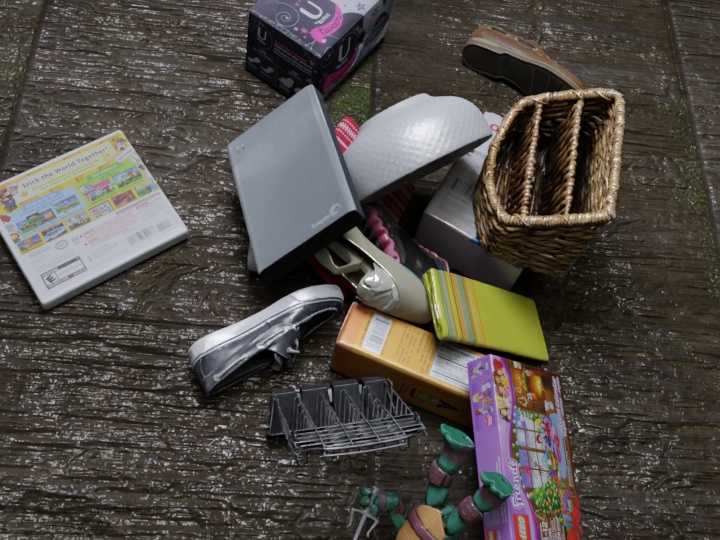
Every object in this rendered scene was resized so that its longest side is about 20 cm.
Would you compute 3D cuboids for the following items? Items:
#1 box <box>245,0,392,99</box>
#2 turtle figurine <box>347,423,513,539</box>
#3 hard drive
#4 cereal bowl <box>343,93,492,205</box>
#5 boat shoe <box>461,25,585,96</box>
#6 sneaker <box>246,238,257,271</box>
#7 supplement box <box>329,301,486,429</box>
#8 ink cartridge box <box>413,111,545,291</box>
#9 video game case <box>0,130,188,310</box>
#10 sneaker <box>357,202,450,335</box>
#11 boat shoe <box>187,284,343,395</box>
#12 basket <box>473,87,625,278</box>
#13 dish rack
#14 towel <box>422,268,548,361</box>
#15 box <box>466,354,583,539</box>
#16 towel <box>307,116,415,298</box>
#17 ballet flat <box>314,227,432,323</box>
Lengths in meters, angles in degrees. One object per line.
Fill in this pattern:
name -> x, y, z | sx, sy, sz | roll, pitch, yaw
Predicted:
box -> -0.055, -0.352, 1.283 | 0.131, 0.115, 0.201 | 33, 60, 11
turtle figurine -> 0.064, 0.269, 0.923 | 0.149, 0.100, 0.202 | 39, 102, 16
hard drive -> -0.080, -0.104, 1.053 | 0.138, 0.033, 0.203 | -32, 54, 18
cereal bowl -> 0.055, -0.154, 1.082 | 0.198, 0.200, 0.085 | -28, 91, -23
boat shoe -> 0.252, -0.312, 1.338 | 0.198, 0.072, 0.068 | 30, 60, 8
sneaker -> -0.081, -0.078, 1.140 | 0.083, 0.073, 0.203 | 19, 57, 5
supplement box -> 0.066, 0.113, 1.058 | 0.197, 0.067, 0.070 | 24, 55, 4
ink cartridge box -> 0.179, -0.091, 1.187 | 0.143, 0.085, 0.201 | 30, 60, 7
video game case -> -0.345, -0.069, 1.120 | 0.198, 0.023, 0.183 | -29, 69, -23
sneaker -> 0.066, -0.002, 1.115 | 0.095, 0.079, 0.202 | -30, 86, -36
boat shoe -> -0.100, 0.083, 1.043 | 0.197, 0.072, 0.068 | -23, 63, -19
basket -> 0.222, -0.122, 1.077 | 0.140, 0.150, 0.203 | 18, 61, -3
dish rack -> -0.016, 0.163, 0.944 | 0.150, 0.200, 0.056 | -7, 101, -13
towel -> 0.154, 0.058, 1.078 | 0.197, 0.018, 0.088 | 16, 56, -40
box -> 0.182, 0.205, 0.985 | 0.135, 0.039, 0.204 | 18, 59, -41
towel -> -0.017, -0.082, 1.148 | 0.145, 0.022, 0.202 | 44, 57, -20
ballet flat -> 0.000, 0.000, 1.052 | 0.199, 0.070, 0.069 | 42, 61, 14
